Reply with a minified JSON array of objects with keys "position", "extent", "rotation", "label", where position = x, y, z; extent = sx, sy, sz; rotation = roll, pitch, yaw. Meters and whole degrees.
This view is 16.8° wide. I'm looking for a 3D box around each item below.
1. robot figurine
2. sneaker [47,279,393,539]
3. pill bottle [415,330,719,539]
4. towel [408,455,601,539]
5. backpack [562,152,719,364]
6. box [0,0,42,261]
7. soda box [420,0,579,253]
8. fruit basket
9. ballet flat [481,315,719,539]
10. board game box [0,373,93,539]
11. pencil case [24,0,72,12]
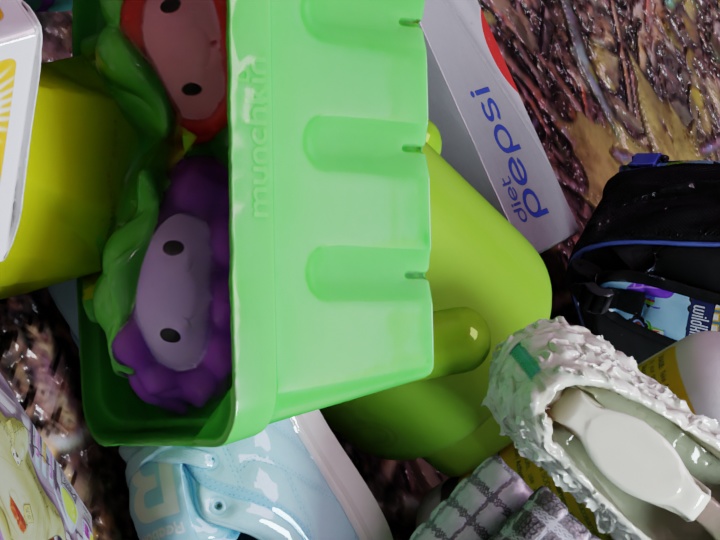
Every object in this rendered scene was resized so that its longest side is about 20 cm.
[{"position":[0.000,0.000,1.019],"extent":[0.200,0.116,0.176],"rotation":[43,23,-29],"label":"robot figurine"},{"position":[-0.062,0.067,0.929],"extent":[0.200,0.074,0.082],"rotation":[52,39,-11],"label":"sneaker"},{"position":[0.133,0.098,1.050],"extent":[0.113,0.200,0.113],"rotation":[50,19,-24],"label":"pill bottle"},{"position":[0.067,0.191,0.945],"extent":[0.200,0.166,0.086],"rotation":[45,-7,-34],"label":"towel"},{"position":[0.217,0.031,1.202],"extent":[0.135,0.199,0.183],"rotation":[-60,141,-53],"label":"backpack"},{"position":[-0.202,-0.044,0.665],"extent":[0.199,0.102,0.113],"rotation":[-18,59,-27],"label":"box"},{"position":[0.028,-0.092,1.172],"extent":[0.068,0.063,0.201],"rotation":[-21,87,-58],"label":"soda box"},{"position":[-0.087,-0.039,0.845],"extent":[0.215,0.155,0.217],"rotation":[2,86,-28],"label":"fruit basket"},{"position":[0.129,0.095,0.947],"extent":[0.200,0.072,0.072],"rotation":[37,39,-12],"label":"ballet flat"},{"position":[-0.127,0.078,0.777],"extent":[0.200,0.032,0.120],"rotation":[68,15,-50],"label":"board game box"},{"position":[-0.152,-0.139,0.917],"extent":[0.200,0.092,0.085],"rotation":[-13,74,-59],"label":"pencil case"}]
